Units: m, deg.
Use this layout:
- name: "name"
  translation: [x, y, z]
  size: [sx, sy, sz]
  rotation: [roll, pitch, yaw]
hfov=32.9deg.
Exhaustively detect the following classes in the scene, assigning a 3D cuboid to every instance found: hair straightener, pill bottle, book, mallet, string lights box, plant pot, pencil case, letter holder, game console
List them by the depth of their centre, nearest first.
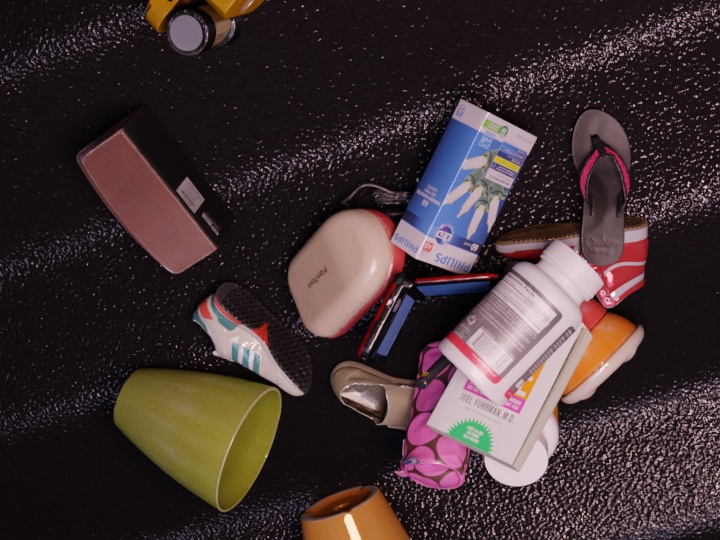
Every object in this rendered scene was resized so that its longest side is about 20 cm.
- name: "pill bottle"
  translation: [0.200, 0.061, 1.493]
  size: [0.200, 0.111, 0.111]
  rotation: [-45, 103, 0]
- name: "string lights box"
  translation: [0.130, -0.102, 1.537]
  size: [0.103, 0.059, 0.200]
  rotation: [18, 102, -42]
- name: "book"
  translation: [0.189, 0.139, 1.554]
  size: [0.133, 0.200, 0.048]
  rotation: [22, 165, 32]
- name: "game console"
  translation: [0.094, 0.065, 1.584]
  size: [0.118, 0.200, 0.173]
  rotation: [27, 88, 10]
- name: "mallet"
  translation: [0.121, 0.104, 1.617]
  size: [0.066, 0.200, 0.041]
  rotation: [-5, 111, 45]
- name: "hair straightener"
  translation: [0.071, -0.090, 1.622]
  size: [0.199, 0.041, 0.077]
  rotation: [6, 116, 10]
- name: "letter holder"
  translation: [-0.292, -0.092, 1.631]
  size: [0.142, 0.101, 0.200]
  rotation: [-30, 108, 21]
- name: "pill bottle"
  translation: [0.211, 0.200, 1.643]
  size: [0.111, 0.200, 0.111]
  rotation: [3, 116, 6]
- name: "pencil case"
  translation: [0.107, 0.193, 1.663]
  size: [0.093, 0.201, 0.091]
  rotation: [-9, 140, 32]
- name: "plant pot"
  translation: [-0.243, 0.217, 1.741]
  size: [0.199, 0.187, 0.188]
  rotation: [22, 117, 15]
- name: "plant pot"
  translation: [-0.001, 0.426, 1.796]
  size: [0.200, 0.200, 0.184]
  rotation: [-19, 96, 16]

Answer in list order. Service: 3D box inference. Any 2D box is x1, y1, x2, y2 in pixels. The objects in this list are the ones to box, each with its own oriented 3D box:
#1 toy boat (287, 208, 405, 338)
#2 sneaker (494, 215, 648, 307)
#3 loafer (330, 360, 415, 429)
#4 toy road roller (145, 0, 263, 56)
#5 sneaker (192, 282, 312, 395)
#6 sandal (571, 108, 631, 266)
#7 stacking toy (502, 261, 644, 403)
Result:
- name: "toy boat"
  translation: [0.000, 0.000, 1.630]
  size: [0.200, 0.130, 0.131]
  rotation: [-45, 61, 47]
- name: "sneaker"
  translation: [0.281, -0.005, 1.610]
  size: [0.199, 0.071, 0.113]
  rotation: [-5, 111, 7]
- name: "loafer"
  translation: [0.049, 0.192, 1.735]
  size: [0.199, 0.068, 0.076]
  rotation: [17, 116, 0]
- name: "toy road roller"
  translation: [-0.186, -0.367, 1.478]
  size: [0.146, 0.123, 0.200]
  rotation: [46, 113, -2]
- name: "sneaker"
  translation: [-0.155, 0.108, 1.733]
  size: [0.093, 0.070, 0.200]
  rotation: [-30, 111, 38]
- name: "sandal"
  translation: [0.308, -0.106, 1.538]
  size: [0.075, 0.045, 0.201]
  rotation: [-3, 89, 2]
- name: "stacking toy"
  translation: [0.267, 0.066, 1.636]
  size: [0.200, 0.146, 0.146]
  rotation: [46, 114, 7]
